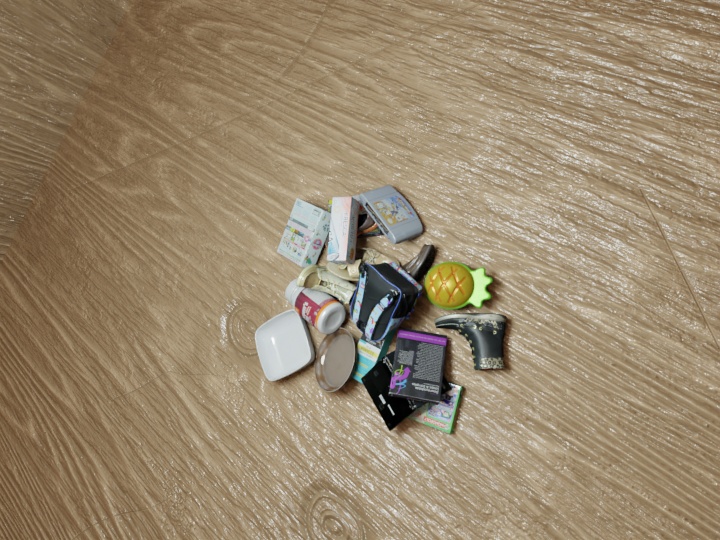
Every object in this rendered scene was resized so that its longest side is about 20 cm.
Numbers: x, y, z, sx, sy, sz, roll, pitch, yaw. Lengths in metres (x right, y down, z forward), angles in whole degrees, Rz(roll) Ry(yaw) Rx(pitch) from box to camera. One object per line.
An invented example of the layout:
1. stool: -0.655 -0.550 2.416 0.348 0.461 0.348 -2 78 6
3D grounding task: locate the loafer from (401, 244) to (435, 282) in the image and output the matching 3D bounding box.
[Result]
1. loafer: 0.152 -0.002 1.604 0.071 0.073 0.201 37 98 28

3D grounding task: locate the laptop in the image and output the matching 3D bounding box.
1. laptop: 0.127 0.330 1.540 0.200 0.103 0.178 -50 60 33

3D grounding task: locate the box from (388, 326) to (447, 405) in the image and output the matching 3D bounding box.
1. box: 0.163 0.267 1.497 0.142 0.036 0.201 10 59 4

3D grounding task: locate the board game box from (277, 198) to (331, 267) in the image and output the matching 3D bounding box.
1. board game box: -0.187 -0.124 1.793 0.147 0.064 0.201 29 99 41

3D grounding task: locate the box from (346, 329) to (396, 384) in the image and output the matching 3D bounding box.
1. box: 0.035 0.244 1.630 0.082 0.049 0.201 23 91 30

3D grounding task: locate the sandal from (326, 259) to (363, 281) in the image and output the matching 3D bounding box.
1. sandal: 0.002 -0.003 1.643 0.211 0.078 0.070 24 131 3

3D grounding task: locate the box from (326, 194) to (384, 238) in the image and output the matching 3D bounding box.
1. box: -0.017 -0.176 1.751 0.199 0.038 0.138 -4 79 27

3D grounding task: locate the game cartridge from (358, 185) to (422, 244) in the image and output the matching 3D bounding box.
1. game cartridge: 0.099 -0.178 1.641 0.200 0.133 0.042 54 150 20

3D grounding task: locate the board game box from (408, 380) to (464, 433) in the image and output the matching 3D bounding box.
1. board game box: 0.187 0.371 1.534 0.199 0.029 0.135 14 87 30

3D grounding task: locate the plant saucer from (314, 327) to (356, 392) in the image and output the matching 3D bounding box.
1. plant saucer: -0.073 0.281 1.658 0.200 0.032 0.201 -27 52 41

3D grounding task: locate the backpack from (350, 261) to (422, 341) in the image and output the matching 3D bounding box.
1. backpack: 0.064 0.097 1.546 0.182 0.134 0.201 40 122 37

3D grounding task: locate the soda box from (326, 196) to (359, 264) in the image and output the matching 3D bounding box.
1. soda box: -0.052 -0.122 1.617 0.068 0.064 0.201 0 79 25

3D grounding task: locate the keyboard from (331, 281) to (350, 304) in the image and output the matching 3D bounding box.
1. keyboard: -0.113 0.090 1.759 0.127 0.021 0.201 21 89 30

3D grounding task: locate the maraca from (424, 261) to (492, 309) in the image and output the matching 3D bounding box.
1. maraca: 0.276 0.044 1.509 0.199 0.107 0.138 4 89 29

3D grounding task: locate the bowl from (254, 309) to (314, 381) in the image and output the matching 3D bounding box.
1. bowl: -0.243 0.249 1.765 0.199 0.075 0.201 -29 68 20

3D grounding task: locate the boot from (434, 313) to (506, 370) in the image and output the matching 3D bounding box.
1. boot: 0.305 0.199 1.476 0.202 0.073 0.155 -4 76 21

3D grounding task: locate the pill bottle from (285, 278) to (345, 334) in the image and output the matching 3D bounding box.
1. pill bottle: -0.148 0.109 1.695 0.200 0.109 0.110 33 96 37

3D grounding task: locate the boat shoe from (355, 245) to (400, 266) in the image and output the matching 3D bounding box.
1. boat shoe: 0.030 -0.032 1.681 0.199 0.064 0.072 17 88 30

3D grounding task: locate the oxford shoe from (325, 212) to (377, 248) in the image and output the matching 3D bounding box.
1. oxford shoe: -0.040 -0.133 1.691 0.199 0.072 0.072 -31 68 20

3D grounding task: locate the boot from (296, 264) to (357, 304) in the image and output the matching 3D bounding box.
1. boot: -0.093 0.048 1.641 0.154 0.200 0.072 32 105 22
